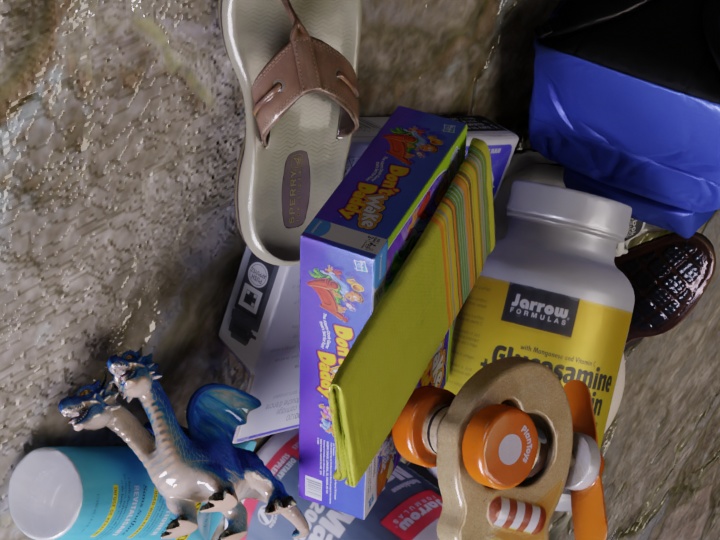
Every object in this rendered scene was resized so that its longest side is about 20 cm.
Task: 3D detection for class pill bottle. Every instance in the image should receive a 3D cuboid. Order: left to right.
[{"bbox_3d":[0.018,0.191,1.130,0.119,0.200,0.120,-35,142,-33],"label":"pill bottle"},{"bbox_3d":[0.115,0.048,1.127,0.112,0.112,0.201,13,90,-57],"label":"pill bottle"}]

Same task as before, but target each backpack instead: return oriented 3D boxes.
[{"bbox_3d":[0.216,-0.138,1.166,0.200,0.162,0.168,-51,156,-34],"label":"backpack"}]

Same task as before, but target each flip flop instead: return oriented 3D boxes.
[{"bbox_3d":[-0.032,-0.088,0.918,0.081,0.058,0.201,-8,119,-22],"label":"flip flop"}]

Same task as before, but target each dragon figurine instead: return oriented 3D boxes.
[{"bbox_3d":[-0.086,0.103,0.995,0.059,0.100,0.200,-35,152,23],"label":"dragon figurine"}]

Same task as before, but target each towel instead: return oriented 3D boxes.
[{"bbox_3d":[0.029,0.019,0.952,0.086,0.018,0.200,82,31,-44],"label":"towel"}]

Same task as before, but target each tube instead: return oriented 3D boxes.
[{"bbox_3d":[-0.129,0.133,1.027,0.078,0.050,0.200,-60,154,8],"label":"tube"}]

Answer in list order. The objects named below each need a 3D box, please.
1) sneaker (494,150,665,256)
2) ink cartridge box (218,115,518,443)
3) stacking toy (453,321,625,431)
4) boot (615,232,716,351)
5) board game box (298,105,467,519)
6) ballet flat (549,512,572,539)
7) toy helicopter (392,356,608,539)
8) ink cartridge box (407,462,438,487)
[{"bbox_3d":[0.148,-0.039,1.227,0.199,0.080,0.077,-22,135,-42],"label":"sneaker"},{"bbox_3d":[0.000,0.000,1.086,0.198,0.043,0.201,-7,121,-51],"label":"ink cartridge box"},{"bbox_3d":[0.124,0.092,1.288,0.146,0.146,0.200,-53,164,-8],"label":"stacking toy"},{"bbox_3d":[0.221,0.011,1.349,0.097,0.075,0.200,-41,177,-43],"label":"boot"},{"bbox_3d":[0.012,0.026,1.003,0.135,0.045,0.201,-55,155,-45],"label":"board game box"},{"bbox_3d":[0.157,0.172,1.440,0.072,0.072,0.201,-6,121,-52],"label":"ballet flat"},{"bbox_3d":[0.101,0.148,1.030,0.132,0.079,0.201,-19,108,-37],"label":"toy helicopter"},{"bbox_3d":[0.030,0.216,1.270,0.200,0.094,0.037,-45,147,-20],"label":"ink cartridge box"}]
